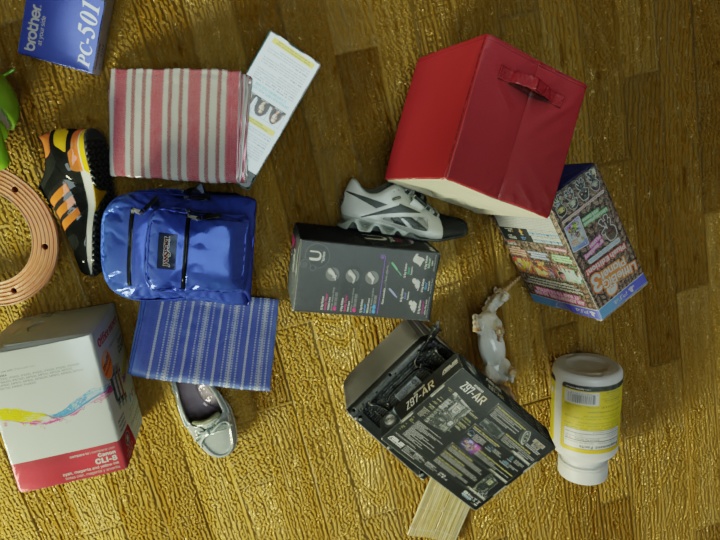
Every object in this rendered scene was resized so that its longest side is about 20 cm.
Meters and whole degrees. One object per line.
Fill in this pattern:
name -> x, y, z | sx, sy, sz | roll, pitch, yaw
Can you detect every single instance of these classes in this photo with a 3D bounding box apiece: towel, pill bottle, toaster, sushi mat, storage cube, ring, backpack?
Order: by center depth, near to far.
towel -> -0.243, -0.193, 0.827 | 0.199, 0.030, 0.147 | 5, 94, 10
backpack -> -0.242, -0.037, 0.828 | 0.199, 0.168, 0.163 | 4, 90, -10
storage cube -> 0.161, -0.182, 0.834 | 0.170, 0.200, 0.181 | 16, 90, -25
ring -> -0.506, -0.048, 0.838 | 0.199, 0.019, 0.201 | 0, 107, 0
towel -> -0.221, 0.093, 0.894 | 0.199, 0.024, 0.145 | 9, 62, -13
toaster -> 0.094, 0.188, 0.968 | 0.200, 0.119, 0.181 | -45, 108, 3
pill bottle -> 0.376, 0.249, 1.039 | 0.111, 0.111, 0.201 | -5, 105, -9
sushi mat -> 0.159, 0.384, 1.083 | 0.095, 0.012, 0.201 | 19, 99, -12

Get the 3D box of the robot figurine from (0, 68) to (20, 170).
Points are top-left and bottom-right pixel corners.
robot figurine -> -0.503, -0.177, 0.751 | 0.200, 0.175, 0.116 | -61, 148, -21

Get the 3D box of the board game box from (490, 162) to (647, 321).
board game box -> 0.299, -0.046, 0.918 | 0.097, 0.159, 0.200 | -35, 108, -13

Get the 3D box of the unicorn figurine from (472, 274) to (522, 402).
unicorn figurine -> 0.206, 0.105, 0.951 | 0.074, 0.137, 0.201 | 5, 93, 11

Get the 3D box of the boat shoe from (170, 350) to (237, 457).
boat shoe -> -0.242, 0.202, 0.938 | 0.074, 0.065, 0.203 | -17, 106, -6

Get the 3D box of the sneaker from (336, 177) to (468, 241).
sneaker -> 0.070, -0.094, 0.917 | 0.199, 0.074, 0.089 | 7, 104, -12

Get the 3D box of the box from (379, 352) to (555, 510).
box -> 0.152, 0.235, 0.888 | 0.200, 0.044, 0.160 | 40, 107, -16

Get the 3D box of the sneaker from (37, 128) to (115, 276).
sneaker -> -0.390, -0.093, 0.845 | 0.090, 0.070, 0.201 | 4, 105, 6

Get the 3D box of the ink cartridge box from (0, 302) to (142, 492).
ink cartridge box -> -0.404, 0.166, 0.858 | 0.144, 0.145, 0.201 | -10, 106, -8

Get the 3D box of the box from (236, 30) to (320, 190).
box -> -0.141, -0.219, 0.860 | 0.082, 0.049, 0.200 | 30, 97, -15

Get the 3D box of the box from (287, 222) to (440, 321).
box -> 0.000, 0.000, 0.902 | 0.199, 0.122, 0.107 | 5, 104, -12

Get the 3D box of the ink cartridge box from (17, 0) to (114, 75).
ink cartridge box -> -0.364, -0.361, 0.787 | 0.094, 0.044, 0.201 | 13, 101, -11
